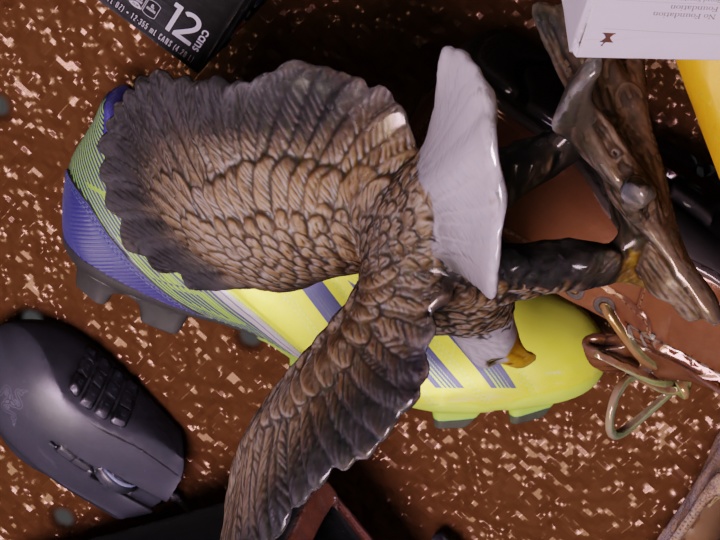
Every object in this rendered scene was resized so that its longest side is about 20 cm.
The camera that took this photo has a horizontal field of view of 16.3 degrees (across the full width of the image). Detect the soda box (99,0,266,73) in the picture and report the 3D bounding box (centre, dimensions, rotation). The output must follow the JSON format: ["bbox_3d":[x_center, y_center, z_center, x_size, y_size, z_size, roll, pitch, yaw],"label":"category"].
[{"bbox_3d":[-0.106,-0.156,0.807,0.200,0.071,0.063,36,124,-2],"label":"soda box"}]

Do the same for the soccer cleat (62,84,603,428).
[{"bbox_3d":[-0.009,-0.007,0.859,0.199,0.065,0.084,18,119,10],"label":"soccer cleat"}]

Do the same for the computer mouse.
[{"bbox_3d":[-0.073,0.096,0.954,0.200,0.034,0.059,44,121,-8],"label":"computer mouse"}]

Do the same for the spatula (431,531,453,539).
[{"bbox_3d":[0.067,0.187,0.953,0.020,0.057,0.201,-21,103,-2],"label":"spatula"}]

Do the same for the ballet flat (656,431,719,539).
[{"bbox_3d":[0.114,0.135,0.890,0.068,0.067,0.201,22,122,7],"label":"ballet flat"}]

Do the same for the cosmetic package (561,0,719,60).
[{"bbox_3d":[0.150,-0.092,0.591,0.199,0.051,0.083,0,142,-11],"label":"cosmetic package"}]

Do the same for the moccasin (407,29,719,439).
[{"bbox_3d":[0.097,0.007,0.822,0.201,0.074,0.078,33,122,1],"label":"moccasin"}]

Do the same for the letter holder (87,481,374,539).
[{"bbox_3d":[-0.064,0.178,0.938,0.199,0.101,0.142,-19,121,38],"label":"letter holder"}]

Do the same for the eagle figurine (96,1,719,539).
[{"bbox_3d":[0.003,0.005,0.756,0.199,0.152,0.151,-20,115,19],"label":"eagle figurine"}]

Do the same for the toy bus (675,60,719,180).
[{"bbox_3d":[0.127,-0.087,0.748,0.065,0.078,0.201,-19,94,26],"label":"toy bus"}]
